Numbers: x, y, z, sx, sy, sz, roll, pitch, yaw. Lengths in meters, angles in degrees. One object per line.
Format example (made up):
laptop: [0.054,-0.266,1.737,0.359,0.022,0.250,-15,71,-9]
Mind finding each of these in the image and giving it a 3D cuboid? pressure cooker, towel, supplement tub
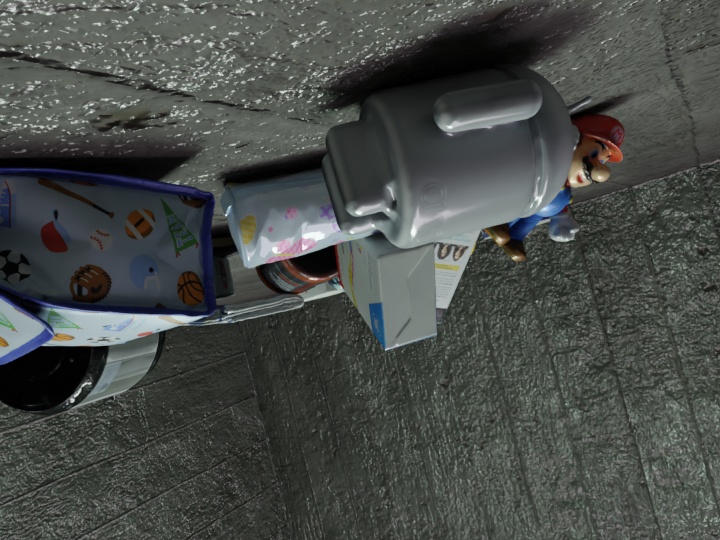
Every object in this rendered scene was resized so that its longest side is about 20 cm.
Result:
pressure cooker: [-0.347,0.081,0.769,0.173,0.182,0.200,-19,176,11]
towel: [-0.194,0.058,0.897,0.198,0.024,0.145,-7,-179,44]
supplement tub: [-0.090,-0.023,0.866,0.105,0.109,0.199,-14,176,-24]

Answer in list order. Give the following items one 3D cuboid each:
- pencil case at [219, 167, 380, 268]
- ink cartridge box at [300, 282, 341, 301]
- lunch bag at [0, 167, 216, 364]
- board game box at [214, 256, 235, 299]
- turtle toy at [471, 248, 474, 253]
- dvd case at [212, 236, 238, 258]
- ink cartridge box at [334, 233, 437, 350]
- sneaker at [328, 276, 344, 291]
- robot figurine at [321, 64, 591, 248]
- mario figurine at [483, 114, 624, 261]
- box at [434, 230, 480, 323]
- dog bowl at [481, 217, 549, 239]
pencil case: [-0.035,-0.065,0.606,0.196,0.084,0.091,-16,158,-11]
ink cartridge box: [-0.076,-0.012,1.089,0.066,0.119,0.199,-16,178,21]
lunch bag: [-0.233,0.000,0.454,0.168,0.126,0.198,-18,162,42]
board game box: [-0.305,0.032,0.940,0.196,0.066,0.148,-13,179,-2]
turtle toy: [0.095,-0.078,0.863,0.143,0.103,0.200,8,177,5]
dvd case: [-0.242,-0.027,0.919,0.147,0.016,0.199,-16,179,37]
ink cartridge box: [0.017,-0.014,0.716,0.066,0.118,0.200,-14,-150,-15]
sneaker: [0.000,0.000,0.902,0.077,0.087,0.199,34,177,-33]
robot figurine: [0.072,-0.085,0.455,0.196,0.115,0.170,-15,171,-11]
mario figurine: [0.243,-0.098,0.736,0.200,0.106,0.123,-48,171,11]
box: [0.094,-0.031,0.770,0.081,0.203,0.049,6,-150,-24]
dog bowl: [0.395,-0.144,1.543,0.196,0.080,0.200,-15,178,-1]
